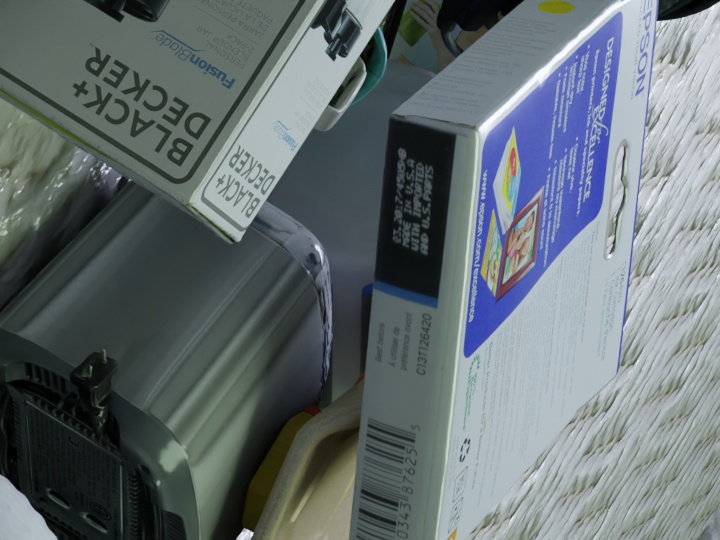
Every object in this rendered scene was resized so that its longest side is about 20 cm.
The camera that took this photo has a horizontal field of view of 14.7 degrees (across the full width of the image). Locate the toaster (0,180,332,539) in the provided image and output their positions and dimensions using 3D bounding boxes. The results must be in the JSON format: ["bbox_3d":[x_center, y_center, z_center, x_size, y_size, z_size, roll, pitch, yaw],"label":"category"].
[{"bbox_3d":[-0.084,0.045,1.141,0.129,0.113,0.200,-52,162,-29],"label":"toaster"}]

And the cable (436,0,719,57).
[{"bbox_3d":[0.133,-0.138,1.198,0.163,0.051,0.200,-6,161,-27],"label":"cable"}]

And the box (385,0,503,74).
[{"bbox_3d":[0.070,-0.135,1.343,0.117,0.060,0.200,-41,157,-45],"label":"box"}]

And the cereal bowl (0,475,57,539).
[{"bbox_3d":[-0.190,0.119,0.864,0.200,0.200,0.083,-49,134,-27],"label":"cereal bowl"}]

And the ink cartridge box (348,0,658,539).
[{"bbox_3d":[0.060,-0.006,1.123,0.200,0.047,0.198,-44,143,-56],"label":"ink cartridge box"}]

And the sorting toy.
[{"bbox_3d":[-0.019,0.105,1.198,0.200,0.036,0.185,-62,166,26],"label":"sorting toy"}]

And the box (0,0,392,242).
[{"bbox_3d":[-0.040,-0.125,0.922,0.200,0.116,0.060,-56,164,-2],"label":"box"}]

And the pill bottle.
[{"bbox_3d":[0.000,0.000,1.295,0.114,0.114,0.200,-50,162,-25],"label":"pill bottle"}]

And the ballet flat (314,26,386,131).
[{"bbox_3d":[-0.043,-0.080,1.100,0.200,0.070,0.067,-24,144,-62],"label":"ballet flat"}]
